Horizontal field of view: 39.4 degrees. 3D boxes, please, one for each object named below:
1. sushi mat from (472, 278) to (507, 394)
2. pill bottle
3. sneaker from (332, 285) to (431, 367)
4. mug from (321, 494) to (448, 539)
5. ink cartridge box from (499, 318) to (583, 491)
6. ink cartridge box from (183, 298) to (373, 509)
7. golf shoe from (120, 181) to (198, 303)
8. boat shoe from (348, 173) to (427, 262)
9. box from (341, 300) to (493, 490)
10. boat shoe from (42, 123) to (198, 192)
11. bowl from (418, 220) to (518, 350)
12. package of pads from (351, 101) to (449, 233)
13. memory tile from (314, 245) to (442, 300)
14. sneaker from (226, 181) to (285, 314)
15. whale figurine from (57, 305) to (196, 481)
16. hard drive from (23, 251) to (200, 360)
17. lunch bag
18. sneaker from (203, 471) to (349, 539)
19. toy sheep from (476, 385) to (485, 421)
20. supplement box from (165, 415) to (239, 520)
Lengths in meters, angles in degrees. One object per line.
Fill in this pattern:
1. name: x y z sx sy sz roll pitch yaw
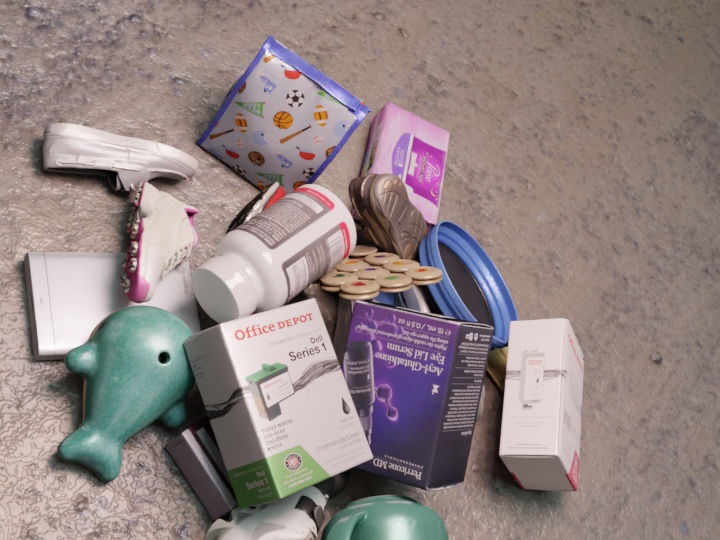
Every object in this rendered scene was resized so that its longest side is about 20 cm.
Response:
1. sushi mat: 0.200 0.109 1.495 0.096 0.012 0.200 -31 83 -40
2. pill bottle: -0.107 -0.017 1.237 0.200 0.111 0.111 -37 86 -37
3. sneaker: 0.043 0.090 1.362 0.146 0.081 0.200 18 49 -15
4. mug: 0.030 0.322 1.158 0.152 0.185 0.114 -2 60 -6
5. ink cartridge box: 0.253 0.186 1.385 0.147 0.083 0.200 54 39 -53
6. ink cartridge box: -0.092 0.145 1.130 0.146 0.084 0.200 -15 82 -43
7. golf shoe: -0.241 -0.032 1.227 0.091 0.075 0.200 17 38 -19
8. boat shoe: 0.039 -0.070 1.416 0.073 0.200 0.075 16 59 31
9. box: 0.059 0.148 1.209 0.104 0.148 0.200 12 88 -59
10. boat shoe: -0.307 -0.135 1.290 0.200 0.072 0.069 12 80 -34
11. bowl: 0.153 0.024 1.432 0.201 0.039 0.201 42 29 -30
12. package of pads: 0.065 -0.148 1.517 0.120 0.076 0.200 22 54 -16
13. memory tile: 0.000 0.000 1.329 0.153 0.200 0.017 -12 107 -32
14. sneaker: -0.137 -0.024 1.332 0.085 0.077 0.200 30 62 -20
15. whale figurine: -0.257 0.133 1.129 0.159 0.104 0.200 37 63 -24
16. hard drive: -0.297 0.041 1.217 0.200 0.027 0.132 1 64 -32
17. lunch bag: -0.099 -0.210 1.371 0.170 0.200 0.124 33 51 -10
18. sneaker: -0.075 0.295 1.160 0.200 0.074 0.089 -25 51 -38
19. toy sheep: 0.104 0.165 1.332 0.138 0.138 0.200 33 46 -12
20. supplement box: -0.121 0.199 1.213 0.200 0.061 0.109 -29 83 -39
